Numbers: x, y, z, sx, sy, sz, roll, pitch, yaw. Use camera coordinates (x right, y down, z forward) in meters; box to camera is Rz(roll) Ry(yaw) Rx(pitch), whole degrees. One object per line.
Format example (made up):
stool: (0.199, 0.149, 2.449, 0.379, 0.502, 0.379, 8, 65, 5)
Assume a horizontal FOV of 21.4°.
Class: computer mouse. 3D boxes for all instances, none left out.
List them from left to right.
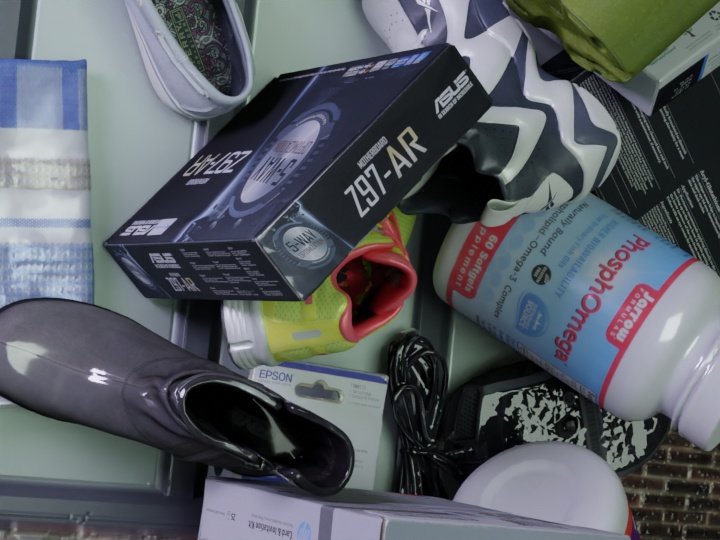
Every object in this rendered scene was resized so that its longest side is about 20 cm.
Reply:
computer mouse: (0.107, 0.096, 1.242, 0.198, 0.053, 0.140, -8, 96, -19)

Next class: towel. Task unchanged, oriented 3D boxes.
towel: (-0.214, -0.020, 1.060, 0.146, 0.024, 0.202, -1, 90, -32)

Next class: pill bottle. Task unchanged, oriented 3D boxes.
pill bottle: (0.130, 0.209, 1.196, 0.112, 0.112, 0.201, -43, 134, -24)
pill bottle: (0.151, 0.022, 1.173, 0.199, 0.109, 0.109, 33, 68, 19)

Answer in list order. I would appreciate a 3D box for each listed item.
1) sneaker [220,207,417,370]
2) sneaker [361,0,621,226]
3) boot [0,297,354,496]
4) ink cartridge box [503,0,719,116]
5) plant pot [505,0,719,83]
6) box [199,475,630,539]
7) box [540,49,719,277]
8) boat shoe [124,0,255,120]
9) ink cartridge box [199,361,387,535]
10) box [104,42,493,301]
sneaker: (0.000, 0.000, 1.120, 0.200, 0.090, 0.079, -51, 131, -51)
sneaker: (0.044, -0.099, 1.134, 0.129, 0.080, 0.199, -31, 71, -35)
boot: (-0.105, 0.063, 1.022, 0.199, 0.132, 0.070, 17, 84, -15)
ink cartridge box: (0.149, -0.190, 1.226, 0.099, 0.039, 0.200, -35, 65, -24)
plant pot: (0.168, -0.219, 1.113, 0.200, 0.200, 0.190, 41, 88, -24)
box: (0.024, 0.145, 1.038, 0.155, 0.200, 0.042, 9, 87, -31)
box: (0.195, -0.061, 1.275, 0.141, 0.079, 0.201, -34, 106, -24)
boat shoe: (-0.111, -0.183, 1.093, 0.070, 0.071, 0.202, -31, 105, -27)
ink cartridge box: (-0.045, 0.155, 1.144, 0.099, 0.039, 0.202, 12, 85, -30)
box: (-0.039, -0.052, 1.063, 0.160, 0.200, 0.044, -46, 111, -22)
